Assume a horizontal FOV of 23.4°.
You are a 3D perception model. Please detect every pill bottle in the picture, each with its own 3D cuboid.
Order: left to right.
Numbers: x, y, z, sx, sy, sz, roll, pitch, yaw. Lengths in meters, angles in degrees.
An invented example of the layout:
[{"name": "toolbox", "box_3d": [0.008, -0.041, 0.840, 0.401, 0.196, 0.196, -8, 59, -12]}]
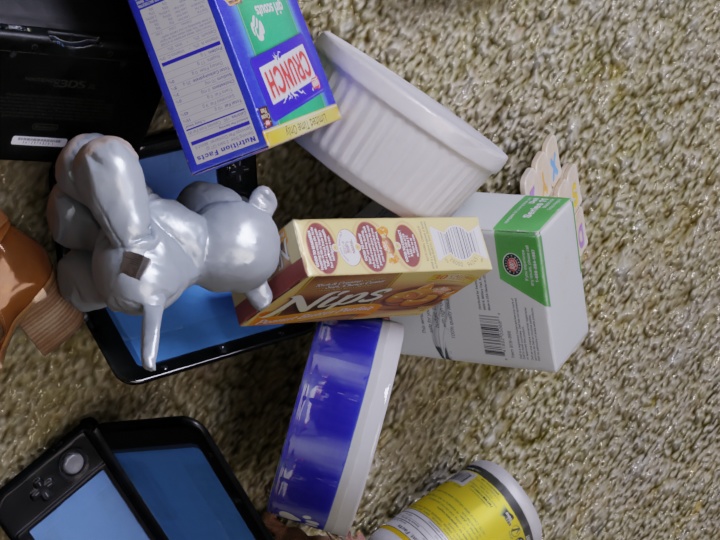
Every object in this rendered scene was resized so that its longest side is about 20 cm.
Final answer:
[{"name": "pill bottle", "box_3d": [0.078, 0.290, 1.767, 0.200, 0.112, 0.113, -32, 122, -23]}]

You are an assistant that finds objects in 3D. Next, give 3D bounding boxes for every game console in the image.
[{"name": "game console", "box_3d": [-0.259, -0.189, 1.387, 0.199, 0.116, 0.176, 0, 128, -39]}, {"name": "game console", "box_3d": [-0.195, 0.236, 1.537, 0.176, 0.116, 0.200, -40, 124, -19]}, {"name": "game console", "box_3d": [-0.149, -0.022, 1.492, 0.199, 0.116, 0.177, -16, 114, -32]}]

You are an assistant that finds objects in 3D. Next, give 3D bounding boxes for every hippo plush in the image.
[{"name": "hippo plush", "box_3d": [-0.144, -0.038, 1.380, 0.160, 0.200, 0.160, -12, 111, -29]}]

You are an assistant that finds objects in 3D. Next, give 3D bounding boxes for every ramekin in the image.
[{"name": "ramekin", "box_3d": [0.024, -0.120, 1.542, 0.202, 0.202, 0.094, 28, 101, -39]}]

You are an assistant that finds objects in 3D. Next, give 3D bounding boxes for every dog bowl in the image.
[{"name": "dog bowl", "box_3d": [-0.023, 0.135, 1.584, 0.078, 0.200, 0.201, 16, 97, -1]}]

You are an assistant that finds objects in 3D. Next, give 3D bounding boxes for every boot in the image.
[{"name": "boot", "box_3d": [-0.340, 0.040, 1.404, 0.200, 0.077, 0.155, -38, 117, -5]}]

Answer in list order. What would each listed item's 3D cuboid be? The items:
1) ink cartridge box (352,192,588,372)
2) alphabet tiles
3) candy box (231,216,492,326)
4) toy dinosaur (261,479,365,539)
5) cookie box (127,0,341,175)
[{"name": "ink cartridge box", "box_3d": [0.101, 0.005, 1.627, 0.083, 0.199, 0.147, -43, 131, -49]}, {"name": "alphabet tiles", "box_3d": [0.193, -0.026, 1.737, 0.200, 0.015, 0.196, -53, 138, -55]}, {"name": "candy box", "box_3d": [0.000, 0.000, 1.494, 0.199, 0.115, 0.056, -1, 68, -36]}, {"name": "toy dinosaur", "box_3d": [-0.075, 0.287, 1.639, 0.200, 0.135, 0.086, -37, 124, -20]}, {"name": "cookie box", "box_3d": [-0.106, -0.191, 1.385, 0.201, 0.075, 0.171, 70, 22, -6]}]
